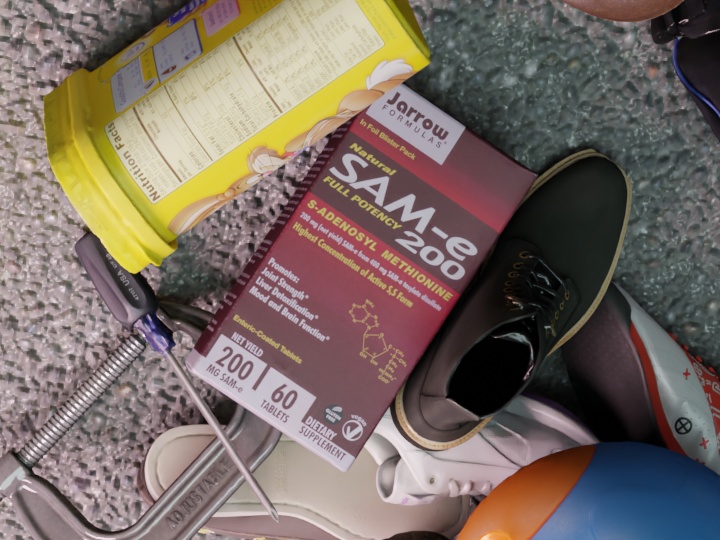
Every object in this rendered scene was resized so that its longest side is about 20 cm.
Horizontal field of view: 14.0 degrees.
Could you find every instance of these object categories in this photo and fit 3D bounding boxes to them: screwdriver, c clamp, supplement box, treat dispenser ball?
[{"bbox_3d":[-0.100,0.059,1.681,0.200,0.029,0.028,53,131,5],"label":"screwdriver"},{"bbox_3d":[-0.147,0.091,1.702,0.200,0.027,0.171,-41,71,1],"label":"c clamp"},{"bbox_3d":[0.000,0.000,1.652,0.108,0.061,0.201,33,87,-7],"label":"supplement box"},{"bbox_3d":[0.143,0.197,1.638,0.199,0.201,0.202,-2,115,-5],"label":"treat dispenser ball"}]

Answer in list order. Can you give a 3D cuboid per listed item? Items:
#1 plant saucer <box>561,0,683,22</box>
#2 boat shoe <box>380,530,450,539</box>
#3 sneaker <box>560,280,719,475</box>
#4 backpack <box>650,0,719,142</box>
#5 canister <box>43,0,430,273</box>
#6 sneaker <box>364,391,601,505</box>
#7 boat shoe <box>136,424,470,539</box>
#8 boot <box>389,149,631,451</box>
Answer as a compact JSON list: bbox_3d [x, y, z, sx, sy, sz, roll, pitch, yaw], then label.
[{"bbox_3d":[0.111,-0.224,1.535,0.037,0.200,0.202,-21,121,-34],"label":"plant saucer"},{"bbox_3d":[0.036,0.209,1.748,0.073,0.076,0.200,-12,156,19],"label":"boat shoe"},{"bbox_3d":[0.202,0.082,1.757,0.067,0.108,0.202,-35,83,50],"label":"sneaker"},{"bbox_3d":[0.293,-0.108,1.612,0.190,0.201,0.154,-39,146,14],"label":"backpack"},{"bbox_3d":[-0.067,-0.103,1.593,0.199,0.149,0.087,-34,114,8],"label":"canister"},{"bbox_3d":[0.063,0.108,1.730,0.199,0.075,0.100,28,73,-10],"label":"sneaker"},{"bbox_3d":[-0.035,0.132,1.753,0.199,0.060,0.072,6,73,-13],"label":"boat shoe"},{"bbox_3d":[0.101,0.014,1.636,0.077,0.138,0.201,33,79,-4],"label":"boot"}]
